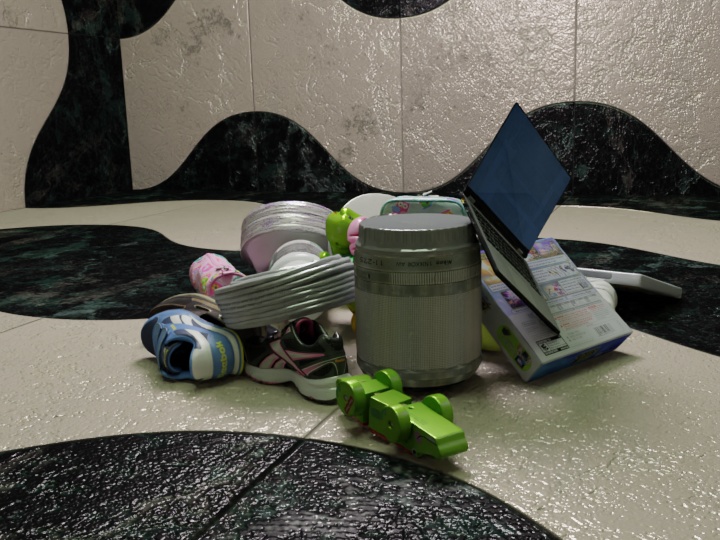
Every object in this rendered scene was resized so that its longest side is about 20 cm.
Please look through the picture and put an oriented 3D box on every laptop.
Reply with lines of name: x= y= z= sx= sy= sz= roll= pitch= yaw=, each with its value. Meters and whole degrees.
laptop: x=0.217 y=-0.060 z=0.986 sx=0.115 sy=0.201 sz=0.187 roll=-33 pitch=-40 yaw=19

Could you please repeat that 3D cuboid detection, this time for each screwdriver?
screwdriver: x=-0.178 y=0.088 z=1.251 sx=0.028 sy=0.029 sz=0.199 roll=-10 pitch=10 yaw=-34

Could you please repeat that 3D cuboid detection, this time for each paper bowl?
paper bowl: x=-0.129 y=-0.039 z=1.523 sx=0.198 sy=0.105 sz=0.201 roll=-2 pitch=-25 yaw=-1

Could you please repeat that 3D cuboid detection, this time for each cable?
cable: x=-0.097 y=0.030 z=1.080 sx=0.198 sy=0.070 sz=0.200 roll=-14 pitch=2 yaw=-12

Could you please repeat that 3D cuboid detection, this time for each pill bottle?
pill bottle: x=-0.101 y=0.017 z=1.349 sx=0.112 sy=0.114 sz=0.200 roll=-3 pitch=11 yaw=-4

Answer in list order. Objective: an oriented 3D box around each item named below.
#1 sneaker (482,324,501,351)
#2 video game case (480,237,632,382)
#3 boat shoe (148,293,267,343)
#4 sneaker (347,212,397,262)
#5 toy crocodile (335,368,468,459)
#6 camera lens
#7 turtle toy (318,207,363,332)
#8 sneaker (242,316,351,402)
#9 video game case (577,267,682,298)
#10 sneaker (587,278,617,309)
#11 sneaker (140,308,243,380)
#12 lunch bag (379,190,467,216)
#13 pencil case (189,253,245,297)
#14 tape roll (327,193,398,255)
sneaker: x=0.132 y=0.081 z=1.135 sx=0.090 sy=0.079 sz=0.199 roll=-28 pitch=23 yaw=-32
video game case: x=0.242 y=0.045 z=1.078 sx=0.199 sy=0.046 sz=0.182 roll=-10 pitch=55 yaw=-38
boat shoe: x=-0.235 y=0.078 z=1.175 sx=0.198 sy=0.075 sz=0.073 roll=2 pitch=12 yaw=23
sneaker: x=0.043 y=0.010 z=1.136 sx=0.095 sy=0.202 sz=0.079 roll=-18 pitch=-12 yaw=36
toy crocodile: x=0.034 y=0.151 z=0.833 sx=0.067 sy=0.062 sz=0.199 roll=-10 pitch=19 yaw=-36
camera lens: x=0.072 y=0.038 z=0.999 sx=0.158 sy=0.202 sz=0.160 roll=-2 pitch=11 yaw=0
turtle toy: x=0.000 y=0.000 z=1.247 sx=0.101 sy=0.201 sz=0.146 roll=-31 pitch=13 yaw=9
sneaker: x=-0.079 y=0.098 z=1.016 sx=0.199 sy=0.087 sz=0.080 roll=8 pitch=14 yaw=44
video game case: x=0.424 y=0.017 z=1.359 sx=0.181 sy=0.022 sz=0.199 roll=8 pitch=-2 yaw=40
sneaker: x=0.298 y=0.048 z=1.241 sx=0.198 sy=0.079 sz=0.099 roll=0 pitch=15 yaw=13
sneaker: x=-0.244 y=0.100 z=1.072 sx=0.199 sy=0.075 sz=0.082 roll=7 pitch=17 yaw=42
lunch bag: x=0.104 y=-0.030 z=1.326 sx=0.159 sy=0.202 sz=0.077 roll=3 pitch=10 yaw=18
pencil case: x=-0.249 y=0.022 z=1.426 sx=0.087 sy=0.088 sz=0.200 roll=-6 pitch=11 yaw=-20
tape roll: x=0.040 y=-0.043 z=1.441 sx=0.201 sy=0.205 sz=0.037 roll=-6 pitch=-21 yaw=-22
